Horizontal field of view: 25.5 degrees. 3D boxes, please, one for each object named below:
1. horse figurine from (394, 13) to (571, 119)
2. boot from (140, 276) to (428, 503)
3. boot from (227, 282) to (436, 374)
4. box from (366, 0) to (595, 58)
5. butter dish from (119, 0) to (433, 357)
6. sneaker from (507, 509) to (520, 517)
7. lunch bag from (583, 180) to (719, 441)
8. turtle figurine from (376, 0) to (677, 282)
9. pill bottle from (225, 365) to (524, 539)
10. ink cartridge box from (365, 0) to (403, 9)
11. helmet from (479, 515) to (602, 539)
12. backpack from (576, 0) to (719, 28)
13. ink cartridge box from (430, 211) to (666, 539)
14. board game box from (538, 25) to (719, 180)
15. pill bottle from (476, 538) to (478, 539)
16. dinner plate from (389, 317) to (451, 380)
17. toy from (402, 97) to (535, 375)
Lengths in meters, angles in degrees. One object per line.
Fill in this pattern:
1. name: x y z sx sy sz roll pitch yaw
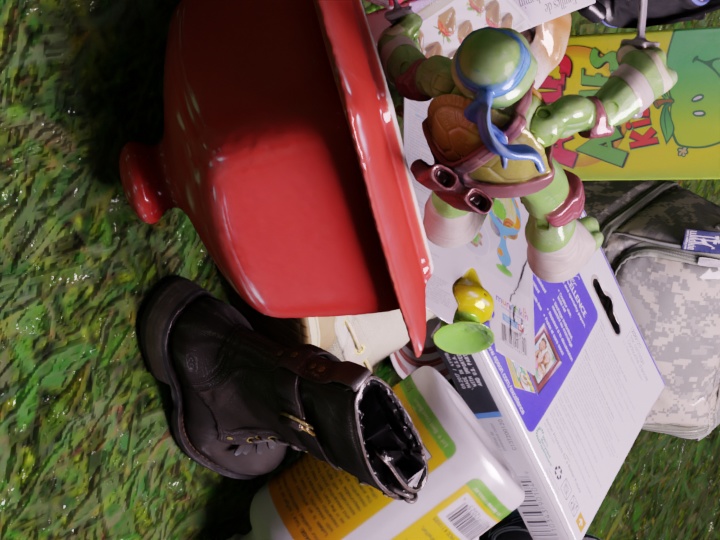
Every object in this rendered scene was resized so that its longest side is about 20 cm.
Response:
1. horse figurine: 0.091 -0.146 1.069 0.132 0.050 0.201 29 85 -42
2. boot: -0.035 0.093 0.931 0.069 0.174 0.200 -53 147 -21
3. boot: 0.000 0.000 1.004 0.155 0.072 0.200 -42 149 -20
4. box: 0.075 -0.158 0.960 0.200 0.041 0.039 -28 106 -47
5. butter dish: -0.054 -0.064 0.834 0.147 0.200 0.200 -16 138 2
6. sneaker: 0.152 0.178 1.365 0.078 0.090 0.200 -46 146 -31
7. lunch bag: 0.241 0.028 1.326 0.139 0.167 0.201 -30 134 -45
8. turtle figurine: 0.085 -0.096 0.828 0.194 0.143 0.201 82 -2 -58
9. pill bottle: -0.002 0.163 1.043 0.200 0.111 0.111 -37 148 4
10. ink cartridge box: 0.042 -0.266 0.896 0.200 0.084 0.145 -43 143 -32
11. helmet: 0.151 0.300 1.325 0.190 0.200 0.201 12 101 -45
12. backpack: 0.219 -0.273 1.090 0.200 0.154 0.191 -18 91 -57
13. ink cartridge box: 0.146 0.069 1.188 0.200 0.043 0.199 -49 118 -45
14. board game box: 0.194 -0.115 1.102 0.048 0.199 0.102 -17 105 -54
15. pill bottle: 0.019 0.214 1.158 0.114 0.114 0.201 4 108 -58
16. dinner plate: 0.073 -0.010 1.180 0.200 0.024 0.201 -36 137 -42
17. toy: 0.054 -0.036 0.978 0.115 0.047 0.201 31 41 -35
